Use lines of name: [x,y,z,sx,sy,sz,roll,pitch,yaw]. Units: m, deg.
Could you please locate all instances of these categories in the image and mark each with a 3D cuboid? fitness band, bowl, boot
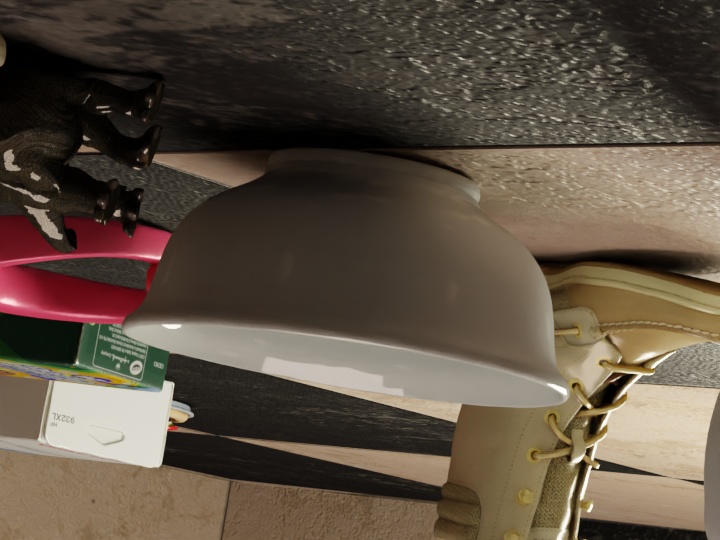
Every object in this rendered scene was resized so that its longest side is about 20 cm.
fitness band: [-0.166,0.000,1.527,0.144,0.037,0.200,3,170,5]
bowl: [0.000,0.000,1.180,0.201,0.090,0.201,9,172,1]
boot: [0.112,0.075,1.346,0.073,0.156,0.200,15,170,-38]

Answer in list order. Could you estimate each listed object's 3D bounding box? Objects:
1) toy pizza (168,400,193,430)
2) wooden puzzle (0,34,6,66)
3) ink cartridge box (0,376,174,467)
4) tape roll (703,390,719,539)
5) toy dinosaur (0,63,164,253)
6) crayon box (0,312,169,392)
toy pizza: [-0.270,0.139,2.723,0.200,0.032,0.200,9,172,1]
wooden puzzle: [-0.216,-0.098,0.841,0.200,0.037,0.185,9,-179,-2]
ink cartridge box: [-0.291,0.124,2.442,0.200,0.084,0.145,1,169,46]
tape roll: [0.253,0.093,1.159,0.202,0.203,0.071,12,172,-17]
toy dinosaur: [-0.137,-0.055,1.085,0.102,0.077,0.200,21,178,3]
crayon box: [-0.258,0.049,1.982,0.200,0.052,0.126,6,171,28]
